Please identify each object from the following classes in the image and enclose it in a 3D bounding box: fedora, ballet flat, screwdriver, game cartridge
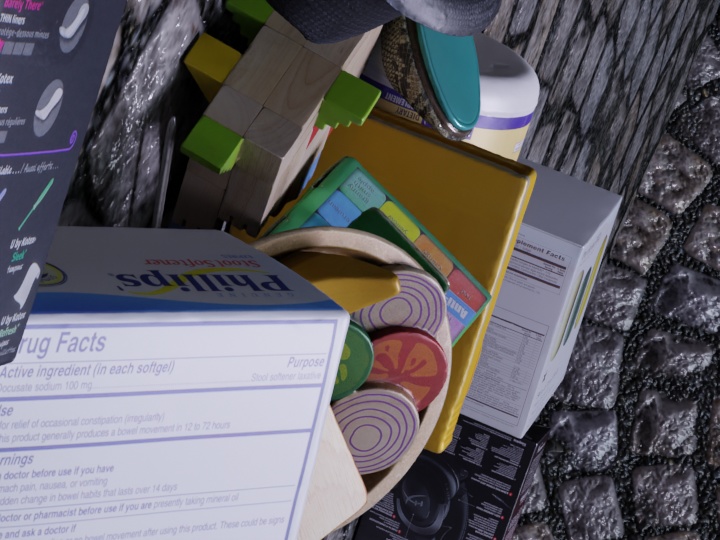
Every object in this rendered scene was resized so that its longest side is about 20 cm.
[{"bbox_3d":[-0.011,-0.186,1.105,0.091,0.201,0.201,-34,-176,27],"label":"fedora"},{"bbox_3d":[0.027,-0.172,1.268,0.068,0.075,0.202,1,80,-53],"label":"ballet flat"},{"bbox_3d":[-0.120,0.002,1.159,0.029,0.028,0.201,-21,137,-33],"label":"screwdriver"},{"bbox_3d":[0.000,0.000,1.315,0.032,0.175,0.202,-41,151,-64],"label":"game cartridge"}]

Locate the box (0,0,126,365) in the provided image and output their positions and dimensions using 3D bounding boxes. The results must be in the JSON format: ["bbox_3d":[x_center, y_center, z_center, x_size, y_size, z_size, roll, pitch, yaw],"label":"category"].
[{"bbox_3d":[-0.152,-0.077,0.662,0.106,0.121,0.202,-18,128,-74],"label":"box"}]

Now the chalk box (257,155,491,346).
[{"bbox_3d":[-0.019,0.030,1.215,0.200,0.125,0.124,-42,-177,42],"label":"chalk box"}]

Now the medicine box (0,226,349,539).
[{"bbox_3d":[-0.122,0.091,0.903,0.181,0.103,0.202,0,110,-41],"label":"medicine box"}]

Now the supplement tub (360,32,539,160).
[{"bbox_3d":[0.023,-0.058,1.385,0.145,0.144,0.202,-38,148,-66],"label":"supplement tub"}]

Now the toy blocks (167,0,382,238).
[{"bbox_3d":[-0.048,-0.086,1.207,0.201,0.099,0.137,-59,176,-36],"label":"toy blocks"}]

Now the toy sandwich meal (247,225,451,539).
[{"bbox_3d":[-0.033,0.074,1.063,0.203,0.070,0.207,-13,120,-23],"label":"toy sandwich meal"}]

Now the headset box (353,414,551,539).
[{"bbox_3d":[0.089,0.231,2.143,0.077,0.148,0.202,-28,137,-70],"label":"headset box"}]

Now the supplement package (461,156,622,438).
[{"bbox_3d":[0.130,0.016,1.957,0.152,0.150,0.202,-44,152,-61],"label":"supplement package"}]
